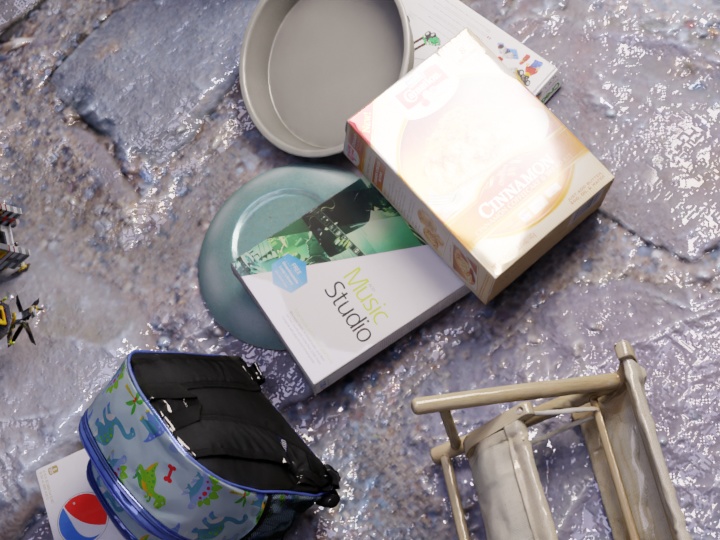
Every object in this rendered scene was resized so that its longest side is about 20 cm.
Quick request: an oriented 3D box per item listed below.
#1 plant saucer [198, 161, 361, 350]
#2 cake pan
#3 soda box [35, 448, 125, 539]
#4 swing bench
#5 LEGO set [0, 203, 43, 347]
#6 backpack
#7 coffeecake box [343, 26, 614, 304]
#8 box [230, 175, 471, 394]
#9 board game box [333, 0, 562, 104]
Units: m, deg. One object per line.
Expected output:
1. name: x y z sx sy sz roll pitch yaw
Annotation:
1. plant saucer: -0.069 -0.023 1.624 0.199 0.039 0.202 -6 64 13
2. cake pan: -0.030 -0.209 1.664 0.199 0.037 0.202 -4 82 30
3. soda box: -0.230 0.263 1.526 0.068 0.064 0.201 -24 62 4
4. swing bench: 0.165 0.193 1.404 0.199 0.130 0.200 -15 62 4
5. LEGO set: -0.393 0.020 1.685 0.154 0.115 0.201 -45 52 27
6. backpack: -0.150 0.168 1.468 0.147 0.200 0.183 -48 61 14
7. coffeecake box: 0.106 -0.097 1.540 0.153 0.073 0.200 -39 76 -16
8. box: 0.000 0.000 1.561 0.199 0.036 0.145 -33 74 -11
9. board game box: 0.084 -0.197 1.659 0.126 0.035 0.200 -47 61 -6
